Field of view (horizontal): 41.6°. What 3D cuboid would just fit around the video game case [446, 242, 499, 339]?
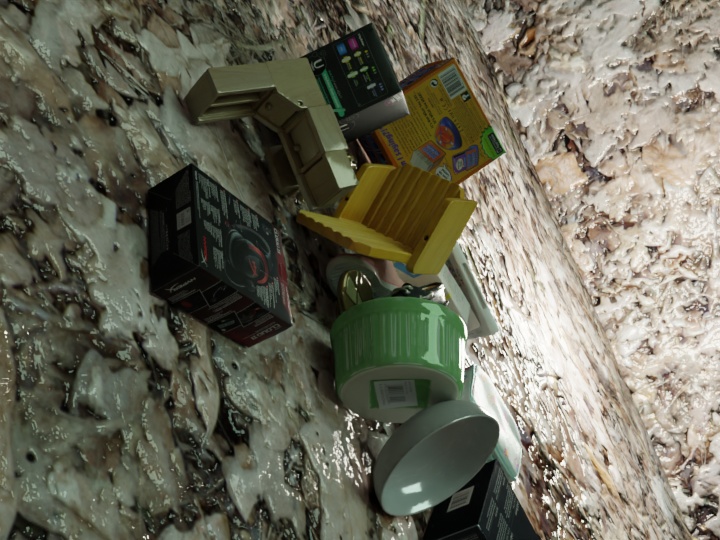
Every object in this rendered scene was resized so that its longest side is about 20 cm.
[{"bbox_3d":[0.171,0.042,1.759,0.184,0.023,0.200,64,-18,0],"label":"video game case"}]

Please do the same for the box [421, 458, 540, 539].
[{"bbox_3d":[0.192,0.425,1.438,0.184,0.103,0.200,60,22,-7],"label":"box"}]

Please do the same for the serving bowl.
[{"bbox_3d":[0.096,0.249,1.318,0.200,0.200,0.066,34,14,-52],"label":"serving bowl"}]

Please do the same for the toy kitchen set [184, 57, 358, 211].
[{"bbox_3d":[-0.142,-0.166,1.353,0.179,0.163,0.202,-16,79,-40],"label":"toy kitchen set"}]

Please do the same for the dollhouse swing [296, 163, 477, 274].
[{"bbox_3d":[0.032,-0.102,1.464,0.199,0.183,0.175,29,-3,41],"label":"dollhouse swing"}]

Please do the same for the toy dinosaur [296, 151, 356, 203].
[{"bbox_3d":[-0.063,-0.156,1.489,0.059,0.100,0.200,57,19,-4],"label":"toy dinosaur"}]

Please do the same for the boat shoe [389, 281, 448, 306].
[{"bbox_3d":[0.076,0.049,1.471,0.199,0.073,0.061,-3,87,-53],"label":"boat shoe"}]

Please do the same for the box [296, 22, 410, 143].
[{"bbox_3d":[-0.037,-0.278,1.514,0.149,0.198,0.126,33,32,-81],"label":"box"}]

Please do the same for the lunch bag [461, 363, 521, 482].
[{"bbox_3d":[0.212,0.277,1.684,0.202,0.076,0.161,59,23,-13],"label":"lunch bag"}]

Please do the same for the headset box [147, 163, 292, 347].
[{"bbox_3d":[-0.161,-0.010,1.143,0.200,0.074,0.150,37,34,-49],"label":"headset box"}]

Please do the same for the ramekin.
[{"bbox_3d":[0.054,0.132,1.330,0.200,0.198,0.099,42,38,-43],"label":"ramekin"}]

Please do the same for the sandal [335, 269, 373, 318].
[{"bbox_3d":[-0.008,0.063,1.446,0.200,0.053,0.082,55,41,-63],"label":"sandal"}]

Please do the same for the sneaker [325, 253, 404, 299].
[{"bbox_3d":[0.000,0.000,1.516,0.199,0.075,0.105,29,29,-49],"label":"sneaker"}]

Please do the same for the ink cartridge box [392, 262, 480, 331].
[{"bbox_3d":[0.113,0.054,1.648,0.201,0.114,0.068,57,24,-17],"label":"ink cartridge box"}]

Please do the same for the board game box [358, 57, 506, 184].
[{"bbox_3d":[0.118,-0.258,1.801,0.202,0.198,0.200,58,-6,-14],"label":"board game box"}]
